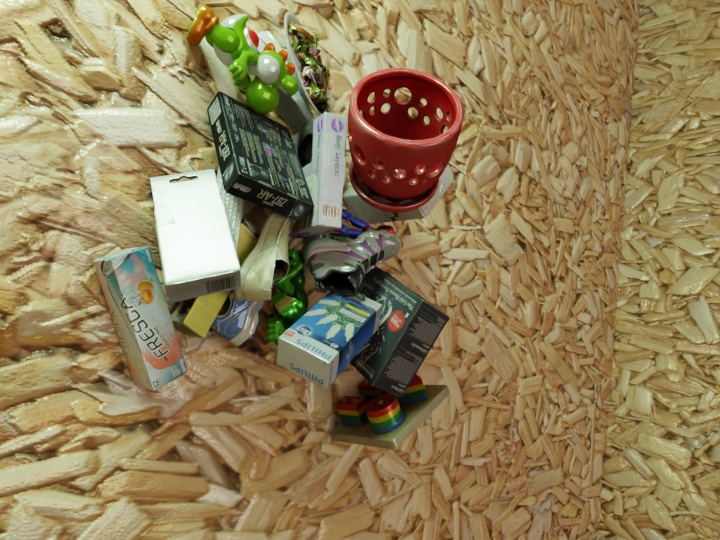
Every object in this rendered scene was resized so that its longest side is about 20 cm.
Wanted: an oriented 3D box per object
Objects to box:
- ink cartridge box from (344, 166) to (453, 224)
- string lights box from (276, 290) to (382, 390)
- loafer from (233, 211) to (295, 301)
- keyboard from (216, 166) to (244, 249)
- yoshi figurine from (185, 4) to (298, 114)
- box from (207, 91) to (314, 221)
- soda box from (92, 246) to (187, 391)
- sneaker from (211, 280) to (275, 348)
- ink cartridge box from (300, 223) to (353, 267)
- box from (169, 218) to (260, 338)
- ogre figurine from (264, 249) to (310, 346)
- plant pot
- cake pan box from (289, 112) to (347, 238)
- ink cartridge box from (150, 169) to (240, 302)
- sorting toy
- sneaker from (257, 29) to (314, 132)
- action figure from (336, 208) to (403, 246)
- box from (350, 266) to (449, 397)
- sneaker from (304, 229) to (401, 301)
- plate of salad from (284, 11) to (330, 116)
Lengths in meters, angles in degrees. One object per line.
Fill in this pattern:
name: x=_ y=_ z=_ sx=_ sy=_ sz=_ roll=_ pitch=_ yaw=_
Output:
ink cartridge box: x=0.081 y=-0.180 z=1.135 sx=0.147 sy=0.196 sz=0.085 roll=-53 pitch=123 yaw=-32
string lights box: x=-0.049 y=0.109 z=0.917 sx=0.200 sy=0.100 sz=0.061 roll=-42 pitch=148 yaw=-54
loafer: x=-0.147 y=-0.023 z=0.891 sx=0.066 sy=0.076 sz=0.204 roll=22 pitch=54 yaw=-1
keyboard: x=-0.224 y=-0.095 z=0.881 sx=0.011 sy=0.054 sz=0.206 roll=90 pitch=2 yaw=-64
yoshi figurine: x=-0.201 y=-0.339 z=0.892 sx=0.197 sy=0.111 sz=0.115 roll=29 pitch=53 yaw=-27
box: x=-0.171 y=-0.195 z=0.902 sx=0.158 sy=0.043 sz=0.204 roll=18 pitch=42 yaw=-46
soda box: x=-0.327 y=0.072 z=0.790 sx=0.063 sy=0.067 sz=0.207 roll=-28 pitch=110 yaw=-46
sneaker: x=-0.199 y=0.027 z=0.925 sx=0.076 sy=0.075 sz=0.205 roll=28 pitch=57 yaw=-24
ink cartridge box: x=-0.034 y=-0.028 z=1.119 sx=0.198 sy=0.049 sz=0.112 roll=31 pitch=67 yaw=-42
box: x=-0.243 y=0.009 z=0.880 sx=0.050 sy=0.074 sz=0.204 roll=44 pitch=58 yaw=-36
ogre figurine: x=-0.128 y=0.069 z=0.974 sx=0.095 sy=0.203 sz=0.122 roll=-17 pitch=136 yaw=-5
plant pot: x=0.072 y=-0.221 z=0.939 sx=0.202 sy=0.196 sz=0.185 roll=-53 pitch=161 yaw=-32
cake pan box: x=-0.085 y=-0.170 z=0.970 sx=0.051 sy=0.183 sz=0.208 roll=5 pitch=87 yaw=-29
ink cartridge box: x=-0.256 y=-0.059 z=0.812 sx=0.105 sy=0.051 sz=0.204 roll=-11 pitch=59 yaw=-18
sorting toy: x=0.053 y=0.276 z=1.109 sx=0.198 sy=0.196 sz=0.072 roll=-30 pitch=102 yaw=-42
sneaker: x=-0.137 y=-0.355 z=0.996 sx=0.071 sy=0.072 sz=0.202 roll=-52 pitch=125 yaw=-29
action figure: x=-0.006 y=-0.077 z=1.080 sx=0.195 sy=0.098 sz=0.068 roll=18 pitch=77 yaw=-22
box: x=0.045 y=0.111 z=1.057 sx=0.103 sy=0.199 sz=0.186 roll=28 pitch=94 yaw=-42
sneaker: x=0.000 y=0.000 z=0.982 sx=0.193 sy=0.142 sz=0.079 roll=-11 pitch=134 yaw=-12
plate of salad: x=-0.090 y=-0.392 z=1.011 sx=0.200 sy=0.047 sz=0.207 roll=-17 pitch=91 yaw=-76
